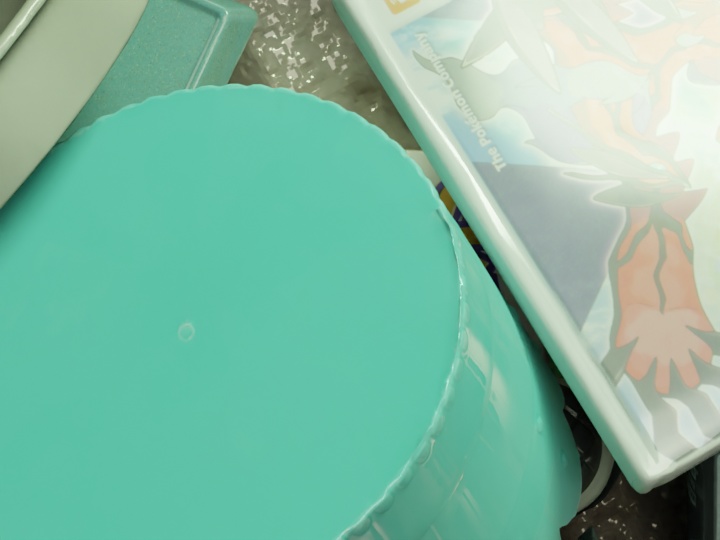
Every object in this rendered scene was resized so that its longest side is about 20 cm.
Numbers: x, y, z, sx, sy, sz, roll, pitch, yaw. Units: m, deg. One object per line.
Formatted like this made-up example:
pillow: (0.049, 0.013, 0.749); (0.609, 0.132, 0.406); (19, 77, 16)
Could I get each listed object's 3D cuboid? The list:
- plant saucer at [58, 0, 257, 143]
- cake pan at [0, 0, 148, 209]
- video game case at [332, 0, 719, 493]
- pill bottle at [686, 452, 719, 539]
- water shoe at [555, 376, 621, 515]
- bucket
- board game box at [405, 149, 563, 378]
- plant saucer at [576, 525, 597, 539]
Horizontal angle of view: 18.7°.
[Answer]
plant saucer: (-0.111, -0.022, 0.820); (0.070, 0.019, 0.201); (24, 86, 10)
cake pan: (-0.142, -0.049, 0.750); (0.037, 0.200, 0.200); (42, 78, -18)
video game case: (0.117, -0.056, 0.730); (0.182, 0.023, 0.200); (-29, 77, -9)
pill bottle: (0.171, 0.083, 0.792); (0.106, 0.106, 0.201); (-7, 111, -11)
water shoe: (0.000, 0.082, 0.819); (0.199, 0.079, 0.072); (-3, 76, 15)
bucket: (-0.037, 0.048, 0.717); (0.206, 0.135, 0.208); (-8, 61, 14)
board game box: (0.000, 0.000, 0.852); (0.199, 0.030, 0.096); (4, 82, -12)
plant saucer: (0.090, 0.191, 0.762); (0.036, 0.200, 0.201); (-14, 85, 5)
